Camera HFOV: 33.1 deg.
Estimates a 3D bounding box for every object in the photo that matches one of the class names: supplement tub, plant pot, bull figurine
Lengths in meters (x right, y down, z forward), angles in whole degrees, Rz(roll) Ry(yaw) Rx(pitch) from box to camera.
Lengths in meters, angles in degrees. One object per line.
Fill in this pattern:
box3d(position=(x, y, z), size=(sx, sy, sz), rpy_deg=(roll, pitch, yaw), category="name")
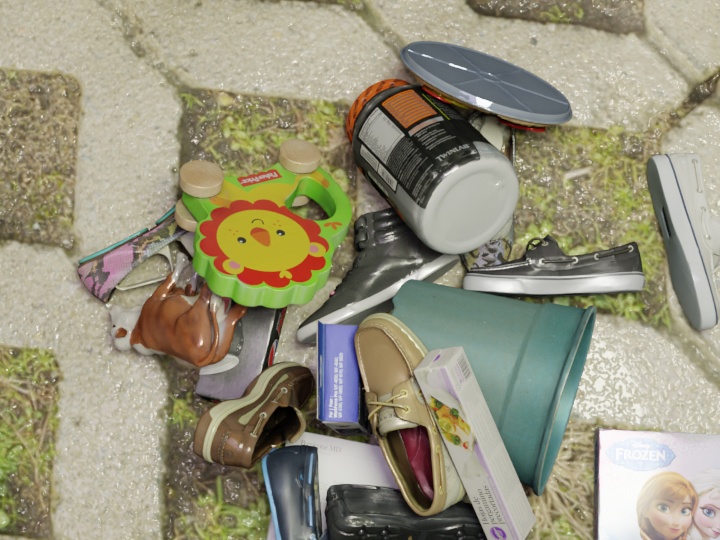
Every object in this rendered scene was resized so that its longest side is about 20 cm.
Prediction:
box3d(position=(0.070, -0.117, 1.289), size=(0.122, 0.123, 0.200), rpy_deg=(-34, 45, -4), category="supplement tub")
box3d(position=(0.120, 0.105, 1.247), size=(0.196, 0.200, 0.201), rpy_deg=(17, 80, 14), category="plant pot")
box3d(position=(-0.192, 0.045, 1.290), size=(0.200, 0.065, 0.122), rpy_deg=(14, 77, 48), category="bull figurine")

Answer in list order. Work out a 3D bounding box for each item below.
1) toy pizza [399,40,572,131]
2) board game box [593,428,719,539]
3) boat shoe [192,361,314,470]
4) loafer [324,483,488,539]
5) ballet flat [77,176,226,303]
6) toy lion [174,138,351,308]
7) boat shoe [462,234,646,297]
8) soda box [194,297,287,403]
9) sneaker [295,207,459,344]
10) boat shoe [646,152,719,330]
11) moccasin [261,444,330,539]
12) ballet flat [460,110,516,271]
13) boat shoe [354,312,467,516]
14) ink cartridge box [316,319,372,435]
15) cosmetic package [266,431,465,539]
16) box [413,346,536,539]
box3d(position=(0.134, -0.197, 1.318), size=(0.200, 0.200, 0.032), rpy_deg=(23, 115, 8), category="toy pizza")
box3d(position=(0.344, 0.270, 1.267), size=(0.199, 0.041, 0.200), rpy_deg=(2, 78, 4), category="board game box")
box3d(position=(-0.089, 0.154, 1.244), size=(0.075, 0.202, 0.075), rpy_deg=(17, 114, 21), category="boat shoe")
box3d(position=(0.061, 0.245, 1.217), size=(0.200, 0.068, 0.071), rpy_deg=(8, 41, -18), category="loafer")
box3d(position=(-0.220, -0.030, 1.356), size=(0.200, 0.069, 0.071), rpy_deg=(-33, 96, 0), category="ballet flat")
box3d(position=(-0.091, -0.043, 1.265), size=(0.200, 0.069, 0.192), rpy_deg=(-18, 52, -34), category="toy lion")
box3d(position=(0.209, -0.006, 1.316), size=(0.199, 0.070, 0.066), rpy_deg=(-2, 85, 1), category="boat shoe")
box3d(position=(-0.121, 0.049, 1.330), size=(0.071, 0.063, 0.201), rpy_deg=(12, 79, 6), category="soda box")
box3d(position=(0.000, 0.000, 1.333), size=(0.200, 0.071, 0.099), rpy_deg=(-31, 76, -9), category="sneaker")
box3d(position=(0.377, -0.037, 1.319), size=(0.086, 0.075, 0.203), rpy_deg=(-10, 68, -1), category="boat shoe")
box3d(position=(-0.048, 0.272, 1.220), size=(0.068, 0.080, 0.201), rpy_deg=(-14, 79, -3), category="moccasin")
box3d(position=(0.139, -0.093, 1.342), size=(0.072, 0.072, 0.201), rpy_deg=(2, 78, 4), category="ballet flat")
box3d(position=(0.044, 0.138, 1.157), size=(0.074, 0.066, 0.200), rpy_deg=(-25, 90, 32), category="boat shoe")
box3d(position=(-0.014, 0.113, 1.240), size=(0.039, 0.200, 0.100), rpy_deg=(-1, 79, 7), category="ink cartridge box")
box3d(position=(0.007, 0.260, 1.284), size=(0.199, 0.052, 0.151), rpy_deg=(11, 82, 5), category="cosmetic package")
box3d(position=(0.109, 0.168, 1.150), size=(0.039, 0.041, 0.200), rpy_deg=(-11, 111, 38), category="box")
